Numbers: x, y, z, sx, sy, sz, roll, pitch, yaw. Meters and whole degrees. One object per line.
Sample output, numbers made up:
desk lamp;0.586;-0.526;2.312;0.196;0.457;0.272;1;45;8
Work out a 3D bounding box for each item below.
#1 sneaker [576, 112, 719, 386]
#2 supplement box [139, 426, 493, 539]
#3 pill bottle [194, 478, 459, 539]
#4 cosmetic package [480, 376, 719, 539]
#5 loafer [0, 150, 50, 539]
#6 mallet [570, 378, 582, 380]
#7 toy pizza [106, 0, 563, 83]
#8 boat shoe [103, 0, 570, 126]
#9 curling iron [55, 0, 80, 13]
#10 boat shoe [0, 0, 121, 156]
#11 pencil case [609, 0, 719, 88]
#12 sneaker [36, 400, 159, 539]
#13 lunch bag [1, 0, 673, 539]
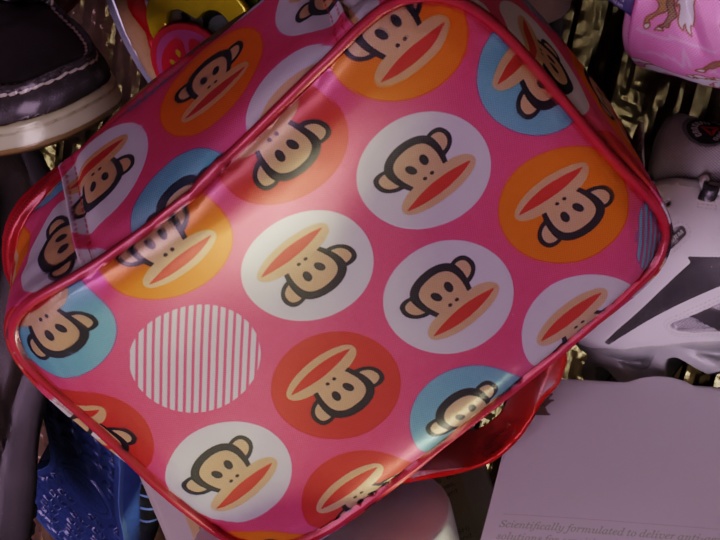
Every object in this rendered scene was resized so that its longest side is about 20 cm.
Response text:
sneaker;0.142;-0.017;0.810;0.200;0.074;0.089;-16;112;36
supplement box;-0.025;0.058;0.902;0.126;0.074;0.200;-20;124;-5
pill bottle;0.005;0.179;0.862;0.116;0.116;0.200;1;116;30
cosmetic package;0.120;0.134;0.871;0.108;0.085;0.200;1;139;22
loafer;-0.160;0.040;0.915;0.073;0.071;0.200;-177;92;-66
mallet;0.145;0.051;0.880;0.200;0.041;0.066;-24;108;35
toy pizza;-0.020;-0.106;0.878;0.200;0.032;0.200;15;125;22
boat shoe;-0.013;-0.068;0.830;0.200;0.071;0.069;-26;104;38
curling iron;-0.093;-0.140;0.872;0.200;0.026;0.050;-28;91;55
boat shoe;-0.156;-0.095;0.888;0.200;0.073;0.065;27;137;52
pencil case;0.183;-0.080;0.743;0.200;0.087;0.083;19;96;19
sneaker;-0.097;0.071;1.016;0.070;0.078;0.200;42;153;11
lunch bag;0.000;0.000;0.775;0.200;0.082;0.176;-37;121;13
